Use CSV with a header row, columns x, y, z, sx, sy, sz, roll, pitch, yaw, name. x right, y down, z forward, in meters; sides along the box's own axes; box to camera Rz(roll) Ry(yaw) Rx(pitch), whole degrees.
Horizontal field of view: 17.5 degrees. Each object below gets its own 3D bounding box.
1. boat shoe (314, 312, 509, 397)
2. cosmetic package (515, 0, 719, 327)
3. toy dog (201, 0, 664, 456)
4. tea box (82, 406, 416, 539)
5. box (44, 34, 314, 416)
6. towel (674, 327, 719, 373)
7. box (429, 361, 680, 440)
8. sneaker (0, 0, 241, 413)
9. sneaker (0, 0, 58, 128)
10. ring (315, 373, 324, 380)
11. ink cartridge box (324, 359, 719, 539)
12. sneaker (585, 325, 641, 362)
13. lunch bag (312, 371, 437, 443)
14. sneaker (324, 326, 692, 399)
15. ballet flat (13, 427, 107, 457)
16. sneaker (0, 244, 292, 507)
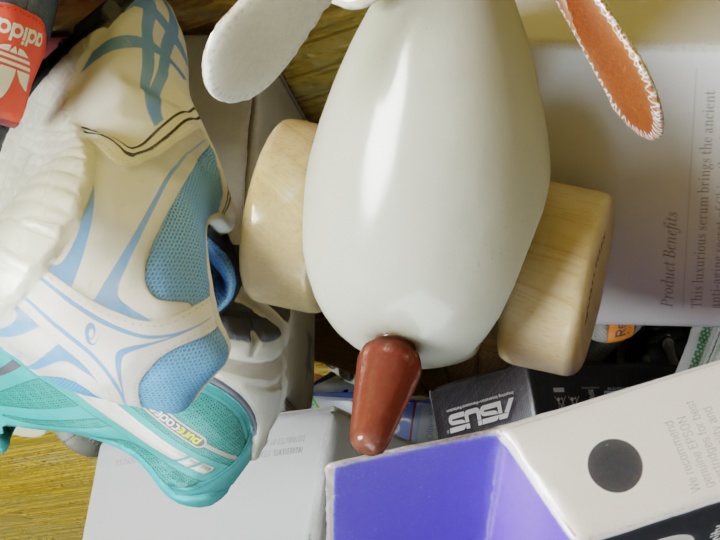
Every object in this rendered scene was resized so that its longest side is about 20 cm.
x,y,z,sx,sy,sz,roll,pitch,yaw,name
0.000,0.000,0.908,0.198,0.070,0.071,10,148,14,boat shoe
0.136,-0.042,0.640,0.198,0.072,0.102,2,132,5,cosmetic package
0.011,-0.036,0.549,0.131,0.097,0.201,-6,131,21,toy dog
0.001,0.176,0.856,0.199,0.198,0.133,24,157,-40,tea box
-0.121,-0.011,0.811,0.198,0.110,0.128,0,165,9,box
0.188,0.051,0.871,0.199,0.150,0.031,28,171,-40,towel
0.118,0.114,0.855,0.048,0.160,0.199,-19,166,42,box
-0.068,-0.022,0.652,0.072,0.200,0.072,-42,111,16,sneaker
-0.163,-0.060,0.676,0.075,0.085,0.199,16,161,-43,sneaker
-0.024,0.082,1.170,0.199,0.019,0.200,12,-169,-2,ring
0.089,0.085,0.665,0.198,0.044,0.199,-14,152,-8,ink cartridge box
0.094,-0.025,0.774,0.073,0.080,0.200,5,160,-5,sneaker
0.057,0.070,1.054,0.159,0.076,0.200,2,-172,20,lunch bag
0.071,0.021,0.959,0.199,0.079,0.089,2,170,26,sneaker
-0.143,0.029,0.948,0.067,0.064,0.200,48,166,-27,ballet flat
-0.120,0.015,0.701,0.199,0.080,0.078,20,-156,7,sneaker
